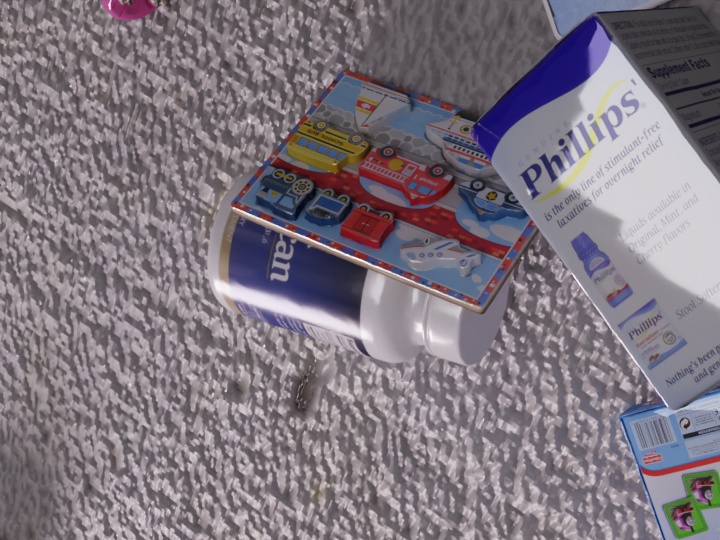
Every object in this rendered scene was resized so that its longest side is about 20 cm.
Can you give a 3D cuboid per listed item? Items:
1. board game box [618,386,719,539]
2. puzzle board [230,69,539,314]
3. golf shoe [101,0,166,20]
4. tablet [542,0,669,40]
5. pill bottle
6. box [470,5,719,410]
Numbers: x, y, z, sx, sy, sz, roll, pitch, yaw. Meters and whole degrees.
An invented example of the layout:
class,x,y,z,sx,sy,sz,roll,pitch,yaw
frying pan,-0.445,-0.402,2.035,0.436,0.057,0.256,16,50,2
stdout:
class,x,y,z,sx,sy,sz,roll,pitch,yaw
board game box,0.272,0.167,0.888,0.150,0.036,0.203,-20,89,31
puzzle board,0.031,-0.063,0.928,0.198,0.151,0.018,22,148,24
golf shoe,-0.153,-0.289,1.034,0.091,0.075,0.202,44,116,33
tablet,0.192,-0.241,0.870,0.198,0.014,0.132,-20,89,30
pill bottle,0.000,0.000,0.968,0.198,0.111,0.113,16,107,26
box,0.191,-0.046,0.809,0.105,0.183,0.201,-40,79,31
